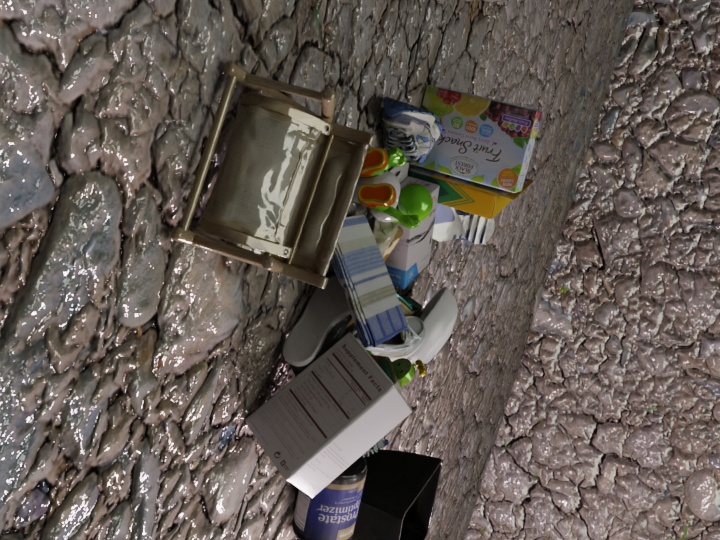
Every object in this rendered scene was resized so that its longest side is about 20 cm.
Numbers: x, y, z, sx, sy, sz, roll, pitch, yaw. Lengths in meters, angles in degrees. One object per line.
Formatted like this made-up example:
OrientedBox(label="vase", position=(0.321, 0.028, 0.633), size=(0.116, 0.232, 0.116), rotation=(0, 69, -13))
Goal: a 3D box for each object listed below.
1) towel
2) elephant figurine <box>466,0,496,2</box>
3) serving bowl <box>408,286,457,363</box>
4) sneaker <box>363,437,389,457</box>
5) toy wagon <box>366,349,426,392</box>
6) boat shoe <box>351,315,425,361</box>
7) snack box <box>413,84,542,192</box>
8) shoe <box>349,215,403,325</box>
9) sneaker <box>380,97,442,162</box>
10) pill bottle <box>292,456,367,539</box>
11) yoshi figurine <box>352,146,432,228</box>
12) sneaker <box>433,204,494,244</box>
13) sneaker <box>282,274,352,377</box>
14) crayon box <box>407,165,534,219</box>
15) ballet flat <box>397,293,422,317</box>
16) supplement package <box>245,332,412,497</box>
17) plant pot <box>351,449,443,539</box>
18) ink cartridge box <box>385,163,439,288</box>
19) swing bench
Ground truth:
OrientedBox(label="towel", position=(0.006, 0.011, 1.276), size=(0.147, 0.024, 0.201), rotation=(-19, 88, -63))
OrientedBox(label="elephant figurine", position=(0.187, -0.536, 1.322), size=(0.141, 0.155, 0.201), rotation=(4, 94, -25))
OrientedBox(label="serving bowl", position=(0.128, 0.130, 1.653), size=(0.200, 0.066, 0.200), rotation=(-51, 180, 0))
OrientedBox(label="sneaker", position=(0.006, 0.316, 1.592), size=(0.200, 0.085, 0.077), rotation=(-57, 154, -32))
OrientedBox(label="toy wagon", position=(0.009, 0.187, 1.344), size=(0.040, 0.200, 0.155), rotation=(56, 8, -33))
OrientedBox(label="boat shoe", position=(0.046, 0.116, 1.474), size=(0.202, 0.075, 0.065), rotation=(-11, 143, -41))
OrientedBox(label="snack box", position=(0.196, -0.228, 1.456), size=(0.053, 0.199, 0.143), rotation=(-21, 126, -64))
OrientedBox(label="shoe", position=(0.000, 0.000, 1.372), size=(0.053, 0.070, 0.200), rotation=(37, 71, -26))
OrientedBox(label="sneaker", position=(0.077, -0.212, 1.332), size=(0.200, 0.077, 0.085), rotation=(10, 101, -68))
OrientedBox(label="pill bottle", position=(-0.059, 0.415, 1.477), size=(0.112, 0.112, 0.201), rotation=(-27, 131, -61))
OrientedBox(label="yoshi figurine", position=(0.057, -0.120, 1.293), size=(0.113, 0.112, 0.200), rotation=(-54, 162, 0))
OrientedBox(label="sneaker", position=(0.153, -0.100, 1.630), size=(0.199, 0.115, 0.081), rotation=(11, 96, -39))
OrientedBox(label="sneaker", position=(-0.051, 0.090, 1.299), size=(0.200, 0.071, 0.099), rotation=(-54, 157, -32))
OrientedBox(label="crayon box", position=(0.198, -0.151, 1.524), size=(0.126, 0.199, 0.052), rotation=(-37, 141, -55))
OrientedBox(label="ballet flat", position=(0.067, 0.076, 1.582), size=(0.071, 0.070, 0.200), rotation=(-70, 159, -3))
OrientedBox(label="supplement package", position=(-0.043, 0.211, 1.228), size=(0.200, 0.117, 0.117), rotation=(-39, 148, -5))
OrientedBox(label="plant pot", position=(0.033, 0.467, 1.655), size=(0.199, 0.177, 0.201), rotation=(-37, 139, -56))
OrientedBox(label="ink cartridge box", position=(0.081, -0.085, 1.472), size=(0.116, 0.068, 0.201), rotation=(-44, 146, -51))
OrientedBox(label="swing bench", position=(-0.091, -0.099, 0.961), size=(0.200, 0.129, 0.200), rotation=(25, 83, -74))
